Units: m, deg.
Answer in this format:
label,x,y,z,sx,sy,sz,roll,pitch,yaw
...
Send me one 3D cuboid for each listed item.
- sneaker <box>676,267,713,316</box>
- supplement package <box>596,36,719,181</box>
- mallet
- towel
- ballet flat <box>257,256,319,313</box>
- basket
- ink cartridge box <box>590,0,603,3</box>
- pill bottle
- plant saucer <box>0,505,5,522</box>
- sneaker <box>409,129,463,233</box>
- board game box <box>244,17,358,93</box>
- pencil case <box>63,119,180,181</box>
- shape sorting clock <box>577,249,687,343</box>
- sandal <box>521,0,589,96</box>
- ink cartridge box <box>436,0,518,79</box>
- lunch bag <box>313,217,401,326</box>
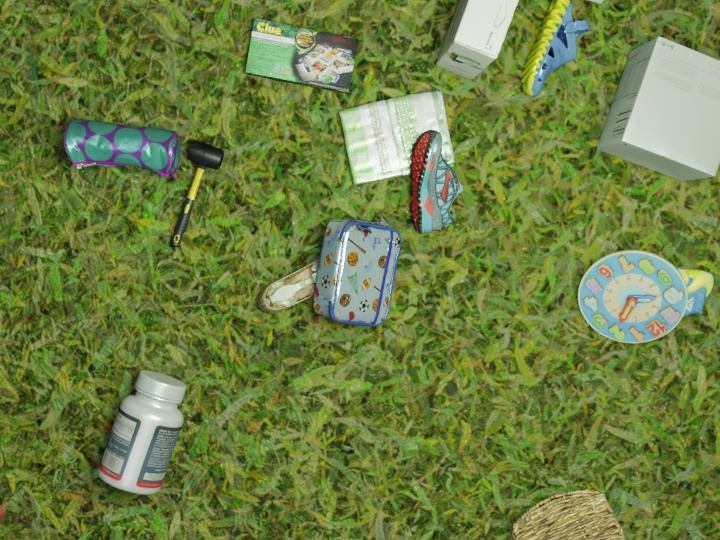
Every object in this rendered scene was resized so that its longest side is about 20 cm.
label,x,y,z,sx,sy,sz,roll,pitch,yaw
sneaker,0.579,0.042,1.743,0.199,0.076,0.106,6,92,-5
supplement package,0.579,-0.295,1.697,0.190,0.147,0.201,20,90,-5
mallet,-0.322,-0.145,1.693,0.066,0.041,0.201,27,93,-6
towel,0.069,-0.251,1.725,0.199,0.031,0.150,-11,90,-1
ballet flat,-0.099,0.024,1.697,0.199,0.065,0.071,-30,92,-3
basket,0.389,0.516,1.749,0.199,0.149,0.143,-21,60,-3
ink cartridge box,0.375,-0.600,1.685,0.199,0.083,0.147,14,68,-4
pill bottle,-0.390,0.291,1.656,0.119,0.120,0.201,20,90,-5
plant saucer,-0.789,0.491,1.674,0.199,0.037,0.201,26,90,-4
sneaker,0.144,-0.169,1.694,0.095,0.079,0.201,-8,121,-16
board game box,-0.110,-0.402,1.706,0.199,0.023,0.105,11,93,-5
pencil case,-0.430,-0.220,1.656,0.199,0.085,0.093,5,75,-4
shape sorting clock,0.511,0.053,1.713,0.199,0.039,0.201,7,123,10
sandal,0.370,-0.418,1.717,0.087,0.079,0.201,25,91,-9
ink cartridge box,0.212,-0.443,1.640,0.084,0.200,0.146,20,90,-5
lunch bag,0.000,0.000,1.676,0.160,0.075,0.201,10,93,-39
